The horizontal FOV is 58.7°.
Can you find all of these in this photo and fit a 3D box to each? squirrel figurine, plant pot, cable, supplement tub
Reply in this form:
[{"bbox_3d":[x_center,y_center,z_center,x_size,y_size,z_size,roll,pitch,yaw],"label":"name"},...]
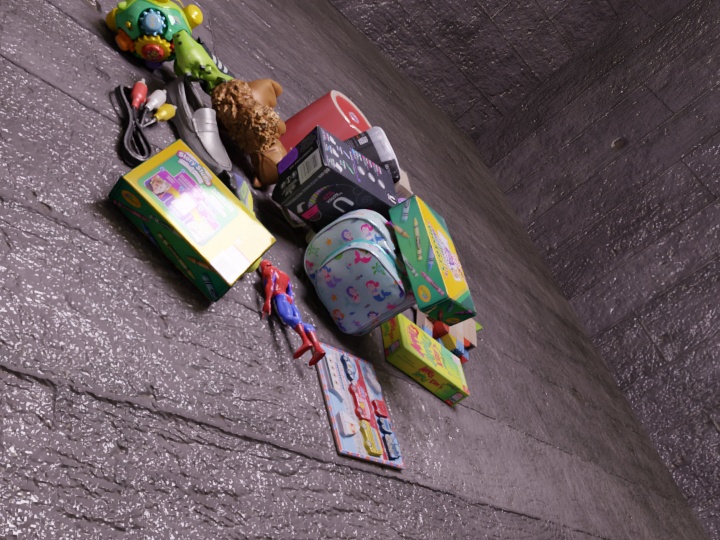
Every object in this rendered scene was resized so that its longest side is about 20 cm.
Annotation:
[{"bbox_3d":[-0.198,-0.253,1.194,0.200,0.141,0.188,-8,78,-83],"label":"squirrel figurine"},{"bbox_3d":[-0.076,-0.284,1.415,0.200,0.177,0.201,42,24,-23],"label":"plant pot"},{"bbox_3d":[-0.345,-0.241,0.998,0.097,0.050,0.200,37,25,-28],"label":"cable"},{"bbox_3d":[-0.028,-0.199,1.304,0.123,0.199,0.123,-24,90,-89],"label":"supplement tub"}]

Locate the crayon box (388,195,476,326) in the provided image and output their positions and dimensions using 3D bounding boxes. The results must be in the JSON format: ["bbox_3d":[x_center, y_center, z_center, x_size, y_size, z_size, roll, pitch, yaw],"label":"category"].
[{"bbox_3d":[0.123,-0.015,1.093,0.119,0.058,0.201,28,41,-54],"label":"crayon box"}]

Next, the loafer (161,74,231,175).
[{"bbox_3d":[-0.281,-0.253,1.114,0.200,0.070,0.070,55,23,10],"label":"loafer"}]

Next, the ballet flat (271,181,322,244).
[{"bbox_3d":[-0.093,-0.096,1.234,0.200,0.068,0.068,46,25,-15],"label":"ballet flat"}]

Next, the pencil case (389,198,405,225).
[{"bbox_3d":[0.040,-0.055,1.269,0.084,0.200,0.086,6,50,-46],"label":"pencil case"}]

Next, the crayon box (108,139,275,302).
[{"bbox_3d":[-0.228,-0.071,0.886,0.200,0.058,0.119,47,43,-8],"label":"crayon box"}]

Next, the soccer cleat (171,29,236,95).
[{"bbox_3d":[-0.277,-0.369,1.152,0.200,0.067,0.081,7,62,-82],"label":"soccer cleat"}]

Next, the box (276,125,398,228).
[{"bbox_3d":[-0.039,-0.149,1.169,0.199,0.122,0.107,26,39,-40],"label":"box"}]

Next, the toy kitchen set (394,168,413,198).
[{"bbox_3d":[0.087,-0.075,1.401,0.200,0.180,0.164,36,28,-31],"label":"toy kitchen set"}]

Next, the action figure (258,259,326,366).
[{"bbox_3d":[-0.117,0.056,0.985,0.065,0.052,0.201,32,24,-50],"label":"action figure"}]

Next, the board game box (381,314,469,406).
[{"bbox_3d":[0.128,0.176,1.268,0.200,0.048,0.102,38,26,-29],"label":"board game box"}]

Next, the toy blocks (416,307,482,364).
[{"bbox_3d":[0.192,0.137,1.416,0.200,0.100,0.137,38,37,-27],"label":"toy blocks"}]

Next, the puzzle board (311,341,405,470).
[{"bbox_3d":[-0.003,0.209,1.009,0.150,0.017,0.201,30,30,-42],"label":"puzzle board"}]

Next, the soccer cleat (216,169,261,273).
[{"bbox_3d":[-0.188,-0.078,1.036,0.084,0.065,0.201,38,25,-56],"label":"soccer cleat"}]

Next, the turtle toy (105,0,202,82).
[{"bbox_3d":[-0.356,-0.419,1.161,0.200,0.145,0.102,25,54,-52],"label":"turtle toy"}]

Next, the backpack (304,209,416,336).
[{"bbox_3d":[0.000,0.000,1.121,0.201,0.177,0.151,58,21,-1],"label":"backpack"}]
